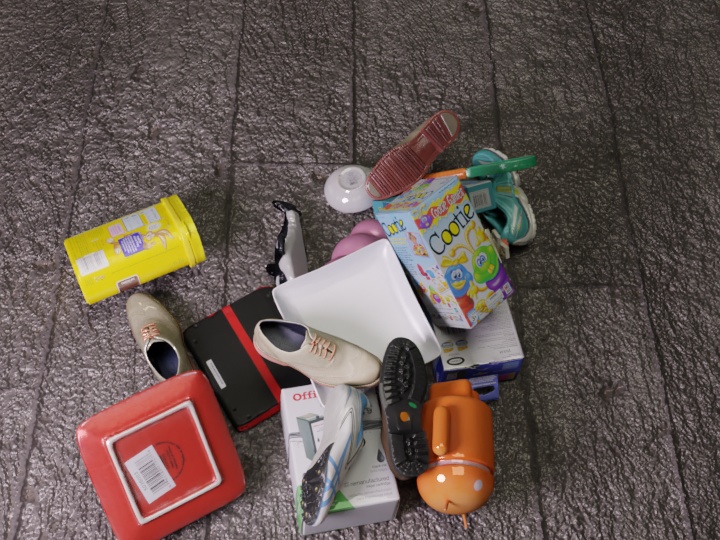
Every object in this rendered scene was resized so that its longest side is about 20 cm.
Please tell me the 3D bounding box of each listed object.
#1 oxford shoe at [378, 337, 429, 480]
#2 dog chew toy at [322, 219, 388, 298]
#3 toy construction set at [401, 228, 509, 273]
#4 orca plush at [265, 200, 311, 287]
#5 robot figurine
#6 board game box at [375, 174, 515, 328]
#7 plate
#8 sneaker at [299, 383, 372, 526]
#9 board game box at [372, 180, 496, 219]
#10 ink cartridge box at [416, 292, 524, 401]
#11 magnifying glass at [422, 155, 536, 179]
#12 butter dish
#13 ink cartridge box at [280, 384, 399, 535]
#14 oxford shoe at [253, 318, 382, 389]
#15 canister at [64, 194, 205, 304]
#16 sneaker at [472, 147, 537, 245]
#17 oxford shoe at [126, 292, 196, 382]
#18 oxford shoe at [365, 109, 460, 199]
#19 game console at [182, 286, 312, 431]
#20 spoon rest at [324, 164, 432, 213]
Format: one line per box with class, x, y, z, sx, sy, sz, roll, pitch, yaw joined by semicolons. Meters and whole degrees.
oxford shoe;0.053;0.197;1.438;0.071;0.085;0.204;6;68;-12
dog chew toy;0.000;0.000;1.633;0.122;0.125;0.202;18;54;8
toy construction set;0.146;-0.050;1.675;0.196;0.131;0.094;-4;98;-18
orca plush;-0.134;-0.028;1.671;0.070;0.105;0.203;-22;59;17
robot figurine;0.138;0.261;1.455;0.114;0.144;0.203;11;56;-12
board game box;0.128;-0.027;1.518;0.103;0.104;0.202;-37;108;-23
plate;-0.006;0.080;1.510;0.197;0.032;0.202;-24;74;-10
sneaker;-0.031;0.258;1.400;0.072;0.072;0.203;28;63;-22
board game box;0.117;-0.110;1.673;0.148;0.200;0.048;-15;99;-13
ink cartridge box;0.175;0.106;1.603;0.134;0.077;0.203;-8;57;-8
magnifying glass;0.202;-0.171;1.720;0.196;0.079;0.023;-10;98;20
butter dish;-0.291;0.257;1.443;0.197;0.147;0.203;-24;103;-19
ink cartridge box;-0.035;0.267;1.481;0.143;0.085;0.203;-8;58;-10
oxford shoe;-0.061;0.119;1.439;0.196;0.074;0.072;15;72;2
canister;-0.365;-0.034;1.628;0.197;0.088;0.149;-23;33;-14
sneaker;0.238;-0.131;1.751;0.078;0.078;0.202;-8;57;-22
oxford shoe;-0.310;0.104;1.557;0.070;0.074;0.201;-35;64;-7
oxford shoe;0.086;-0.192;1.726;0.199;0.075;0.071;-39;99;-6
game console;-0.164;0.133;1.595;0.175;0.031;0.201;-29;63;-14
spoon rest;0.032;-0.157;1.781;0.196;0.061;0.101;-16;57;2
